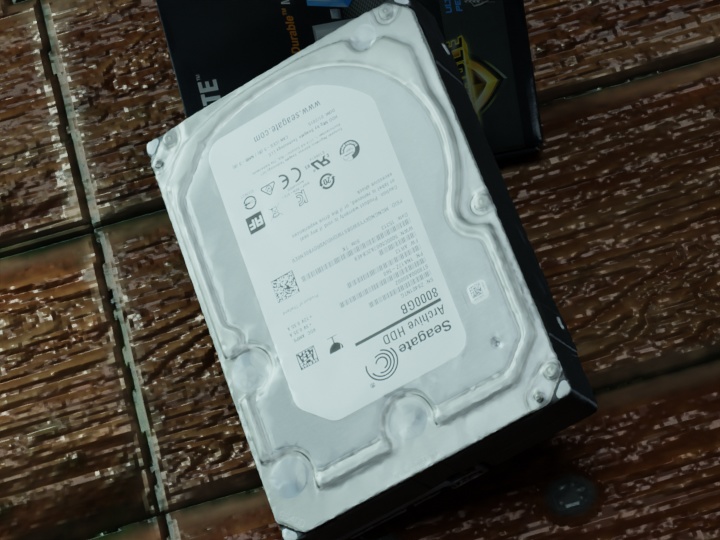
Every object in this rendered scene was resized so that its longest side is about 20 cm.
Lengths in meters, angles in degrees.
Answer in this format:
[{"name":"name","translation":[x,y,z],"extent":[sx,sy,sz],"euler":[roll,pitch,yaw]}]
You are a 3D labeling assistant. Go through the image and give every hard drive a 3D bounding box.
[{"name":"hard drive","translation":[0.000,0.000,1.075],"extent":[0.139,0.038,0.201],"euler":[-28,64,17]}]

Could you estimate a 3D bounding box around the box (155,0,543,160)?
[{"name":"box","translation":[-0.010,-0.126,1.126],"extent":[0.158,0.200,0.046],"euler":[-10,41,1]}]
